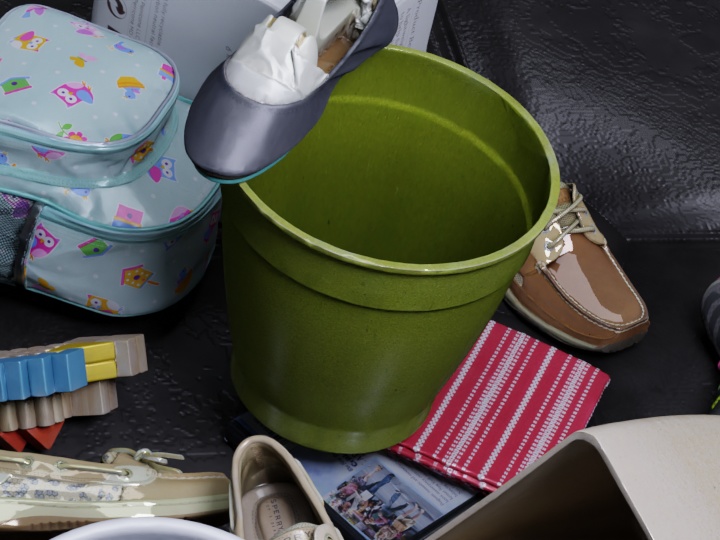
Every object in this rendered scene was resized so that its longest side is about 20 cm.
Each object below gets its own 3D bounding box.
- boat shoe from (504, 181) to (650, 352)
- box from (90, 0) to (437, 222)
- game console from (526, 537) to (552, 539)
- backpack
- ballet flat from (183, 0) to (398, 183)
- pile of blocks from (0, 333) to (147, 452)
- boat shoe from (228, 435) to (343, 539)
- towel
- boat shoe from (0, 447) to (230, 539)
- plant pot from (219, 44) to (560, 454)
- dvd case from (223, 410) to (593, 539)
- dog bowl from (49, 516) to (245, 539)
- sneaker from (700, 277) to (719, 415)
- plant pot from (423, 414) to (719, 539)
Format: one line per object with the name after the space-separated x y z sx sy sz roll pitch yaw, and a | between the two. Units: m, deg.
0.121 -0.027 1.735 0.076 0.074 0.200 -22 53 -33 | boat shoe
-0.071 -0.151 1.723 0.200 0.199 0.131 32 45 19 | box
0.078 0.254 1.427 0.200 0.031 0.177 -20 76 -32 | game console
-0.181 -0.067 1.646 0.200 0.153 0.176 24 38 1 | backpack
-0.038 -0.126 1.457 0.073 0.073 0.200 28 43 15 | ballet flat
-0.221 0.084 1.530 0.200 0.062 0.082 -9 7 -17 | pile of blocks
-0.036 0.168 1.386 0.072 0.065 0.200 -16 37 -4 | boat shoe
0.046 0.073 1.621 0.200 0.023 0.145 23 43 9 | towel
-0.166 0.125 1.486 0.200 0.073 0.063 1 70 -15 | boat shoe
0.000 0.000 1.526 0.200 0.193 0.201 8 42 -7 | plant pot
0.033 0.103 1.616 0.200 0.018 0.143 -28 57 -37 | dvd case
-0.104 0.225 1.239 0.200 0.079 0.200 3 63 -5 | dog bowl
0.256 0.079 1.658 0.087 0.074 0.200 0 49 -24 | sneaker
0.167 0.189 1.379 0.177 0.200 0.200 -18 74 -44 | plant pot
